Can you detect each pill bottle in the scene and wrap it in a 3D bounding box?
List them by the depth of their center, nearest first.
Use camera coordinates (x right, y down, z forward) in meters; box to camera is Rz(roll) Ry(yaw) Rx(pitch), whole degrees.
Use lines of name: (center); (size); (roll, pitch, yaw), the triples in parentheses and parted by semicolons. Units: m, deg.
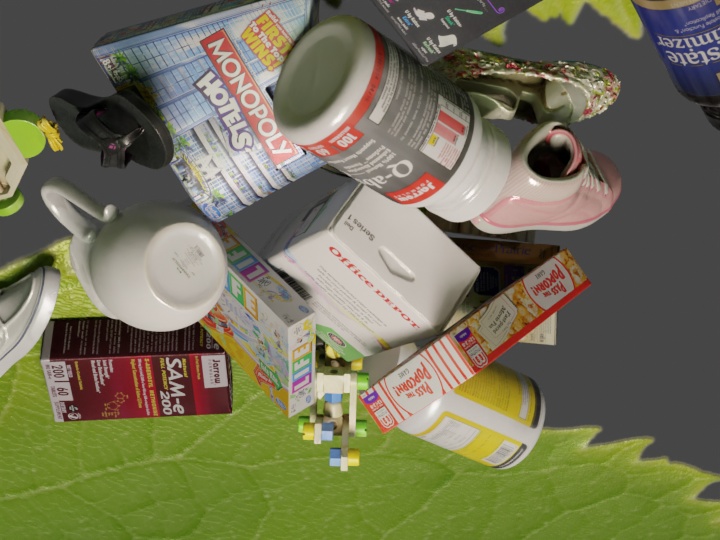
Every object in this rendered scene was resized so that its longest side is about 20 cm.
pill bottle: (0.032, -0.123, 1.228); (0.199, 0.116, 0.116); (28, 128, -37)
pill bottle: (0.308, -0.215, 1.247); (0.111, 0.112, 0.200); (-23, 132, 19)
pill bottle: (0.100, 0.140, 1.598); (0.199, 0.113, 0.112); (25, 129, -27)

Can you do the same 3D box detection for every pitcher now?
pitcher: (-0.221, -0.023, 1.365); (0.172, 0.121, 0.200); (49, 159, -22)

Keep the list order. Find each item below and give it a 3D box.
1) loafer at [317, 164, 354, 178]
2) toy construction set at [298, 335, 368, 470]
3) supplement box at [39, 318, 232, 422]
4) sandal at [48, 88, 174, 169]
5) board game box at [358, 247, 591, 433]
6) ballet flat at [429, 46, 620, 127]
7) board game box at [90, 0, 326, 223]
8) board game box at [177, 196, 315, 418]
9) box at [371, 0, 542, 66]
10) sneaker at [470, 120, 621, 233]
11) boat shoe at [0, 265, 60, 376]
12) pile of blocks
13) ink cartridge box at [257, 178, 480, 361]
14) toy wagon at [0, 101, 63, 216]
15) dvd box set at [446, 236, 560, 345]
loafer: (0.038, -0.119, 1.345); (0.198, 0.073, 0.063); (8, 175, -15)
toy construction set: (-0.033, 0.117, 1.534); (0.091, 0.200, 0.132); (-3, 105, -13)
supplement box: (-0.242, 0.108, 1.579); (0.198, 0.061, 0.109); (-3, 136, -2)
sandal: (-0.226, -0.118, 1.267); (0.200, 0.048, 0.076); (12, 137, 53)
board game box: (0.109, 0.065, 1.366); (0.046, 0.200, 0.151); (55, 138, 3)
ballet flat: (0.148, -0.160, 1.328); (0.198, 0.064, 0.076); (5, 134, -9)
board game box: (-0.098, -0.164, 1.270); (0.199, 0.062, 0.201); (-27, 109, 15)
board game box: (-0.117, 0.034, 1.425); (0.034, 0.200, 0.135); (-28, 143, -27)
box: (0.103, -0.278, 1.159); (0.199, 0.123, 0.106); (-27, 131, 22)
sneaker: (0.195, -0.091, 1.339); (0.199, 0.076, 0.105); (-12, 158, -39)
boat shoe: (-0.382, 0.059, 1.509); (0.065, 0.074, 0.200); (22, 130, -30)
pile of blocks: (0.085, -0.070, 1.431); (0.199, 0.082, 0.063); (7, 91, -23)
ink cartridge box: (0.000, 0.000, 1.372); (0.145, 0.084, 0.200); (42, 155, -13)
toy wagon: (-0.374, -0.114, 1.356); (0.198, 0.040, 0.156); (-14, 135, 9)
dvd box set: (0.106, 0.020, 1.490); (0.198, 0.030, 0.147); (4, 144, 11)
